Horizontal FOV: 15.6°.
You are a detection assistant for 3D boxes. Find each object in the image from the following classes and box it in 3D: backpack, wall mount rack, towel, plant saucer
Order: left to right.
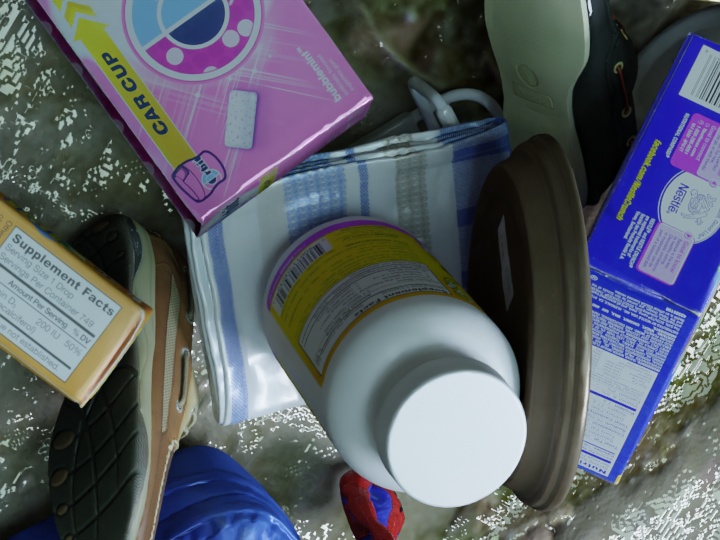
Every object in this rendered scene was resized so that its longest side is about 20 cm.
[{"bbox_3d":[-0.111,0.215,1.502,0.199,0.168,0.163,-31,125,-13],"label":"backpack"},{"bbox_3d":[0.000,0.000,1.470,0.199,0.024,0.148,-14,114,-17],"label":"towel"},{"bbox_3d":[0.023,-0.008,1.525,0.200,0.075,0.174,-33,120,-8],"label":"wall mount rack"},{"bbox_3d":[0.086,0.028,1.396,0.029,0.200,0.201,0,110,-9],"label":"plant saucer"}]

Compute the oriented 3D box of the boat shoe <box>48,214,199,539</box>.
[{"bbox_3d":[-0.121,0.070,1.457,0.074,0.075,0.201,18,68,-45],"label":"boat shoe"}]

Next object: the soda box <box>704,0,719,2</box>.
[{"bbox_3d":[0.169,-0.197,1.522,0.199,0.064,0.068,4,109,-23],"label":"soda box"}]

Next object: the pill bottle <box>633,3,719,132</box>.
[{"bbox_3d":[0.249,-0.058,1.583,0.109,0.109,0.200,-46,119,-1],"label":"pill bottle"}]

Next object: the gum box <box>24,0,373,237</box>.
[{"bbox_3d":[-0.098,-0.133,1.386,0.113,0.066,0.200,-36,88,-7],"label":"gum box"}]

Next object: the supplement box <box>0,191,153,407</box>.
[{"bbox_3d":[-0.205,-0.013,1.385,0.200,0.067,0.069,40,91,-3],"label":"supplement box"}]

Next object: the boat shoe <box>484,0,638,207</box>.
[{"bbox_3d":[0.117,-0.121,1.479,0.063,0.074,0.202,-37,139,-27],"label":"boat shoe"}]

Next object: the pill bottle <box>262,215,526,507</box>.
[{"bbox_3d":[0.020,0.049,1.365,0.104,0.200,0.105,-6,112,-15],"label":"pill bottle"}]

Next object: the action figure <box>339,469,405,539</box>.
[{"bbox_3d":[0.009,0.176,1.528,0.051,0.200,0.066,-15,126,12],"label":"action figure"}]

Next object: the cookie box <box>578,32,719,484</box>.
[{"bbox_3d":[0.162,-0.003,1.457,0.075,0.200,0.172,25,59,6],"label":"cookie box"}]
